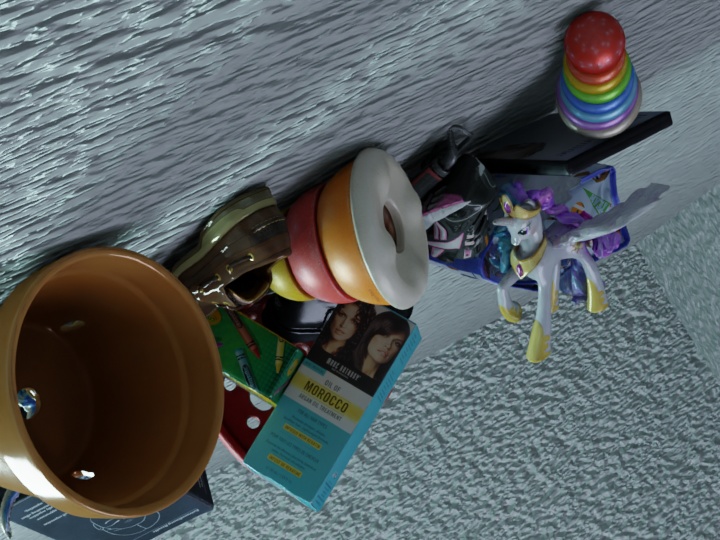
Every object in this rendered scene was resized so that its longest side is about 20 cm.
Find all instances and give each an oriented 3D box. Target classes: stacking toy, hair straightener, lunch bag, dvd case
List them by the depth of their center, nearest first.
[{"bbox_3d":[-0.047,-0.020,1.373,0.198,0.148,0.146,-14,178,21],"label":"stacking toy"},{"bbox_3d":[0.216,-0.185,1.389,0.085,0.086,0.200,-31,166,5],"label":"stacking toy"},{"bbox_3d":[0.058,-0.097,1.521,0.077,0.041,0.200,-57,-176,-38],"label":"hair straightener"},{"bbox_3d":[0.208,-0.133,1.562,0.142,0.018,0.199,-26,-163,-25],"label":"dvd case"},{"bbox_3d":[0.181,-0.047,1.737,0.198,0.125,0.170,-24,-162,-21],"label":"lunch bag"}]

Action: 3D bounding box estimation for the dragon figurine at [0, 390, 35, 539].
[{"bbox_3d":[-0.282,0.154,1.416,0.098,0.203,0.059,9,165,-2],"label":"dragon figurine"}]

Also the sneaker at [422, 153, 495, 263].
[{"bbox_3d":[0.105,-0.057,1.554,0.081,0.086,0.200,-56,-172,-14],"label":"sneaker"}]

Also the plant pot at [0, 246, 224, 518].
[{"bbox_3d":[-0.224,0.093,1.157,0.139,0.202,0.199,-14,-175,42],"label":"plant pot"}]

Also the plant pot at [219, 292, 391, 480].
[{"bbox_3d":[-0.072,0.113,1.724,0.182,0.201,0.200,-33,174,-29],"label":"plant pot"}]

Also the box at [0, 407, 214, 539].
[{"bbox_3d":[-0.273,0.208,1.584,0.147,0.108,0.200,-28,145,14],"label":"box"}]

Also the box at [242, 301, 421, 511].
[{"bbox_3d":[-0.026,0.124,1.453,0.201,0.082,0.049,-59,164,-12],"label":"box"}]

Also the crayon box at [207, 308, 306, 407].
[{"bbox_3d":[-0.114,0.085,1.502,0.059,0.118,0.200,-59,171,-7],"label":"crayon box"}]

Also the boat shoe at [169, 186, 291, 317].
[{"bbox_3d":[-0.117,0.004,1.317,0.072,0.068,0.200,-26,167,-35],"label":"boat shoe"}]

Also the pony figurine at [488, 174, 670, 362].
[{"bbox_3d":[0.212,-0.033,1.583,0.192,0.166,0.202,-34,131,-28],"label":"pony figurine"}]

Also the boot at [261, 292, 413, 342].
[{"bbox_3d":[0.000,-0.001,1.533,0.196,0.074,0.163,-6,144,-34],"label":"boot"}]

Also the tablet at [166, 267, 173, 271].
[{"bbox_3d":[-0.182,0.026,1.445,0.130,0.014,0.199,-34,170,25],"label":"tablet"}]

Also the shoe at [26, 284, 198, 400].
[{"bbox_3d":[-0.217,0.059,1.333,0.199,0.071,0.053,-26,173,27],"label":"shoe"}]
